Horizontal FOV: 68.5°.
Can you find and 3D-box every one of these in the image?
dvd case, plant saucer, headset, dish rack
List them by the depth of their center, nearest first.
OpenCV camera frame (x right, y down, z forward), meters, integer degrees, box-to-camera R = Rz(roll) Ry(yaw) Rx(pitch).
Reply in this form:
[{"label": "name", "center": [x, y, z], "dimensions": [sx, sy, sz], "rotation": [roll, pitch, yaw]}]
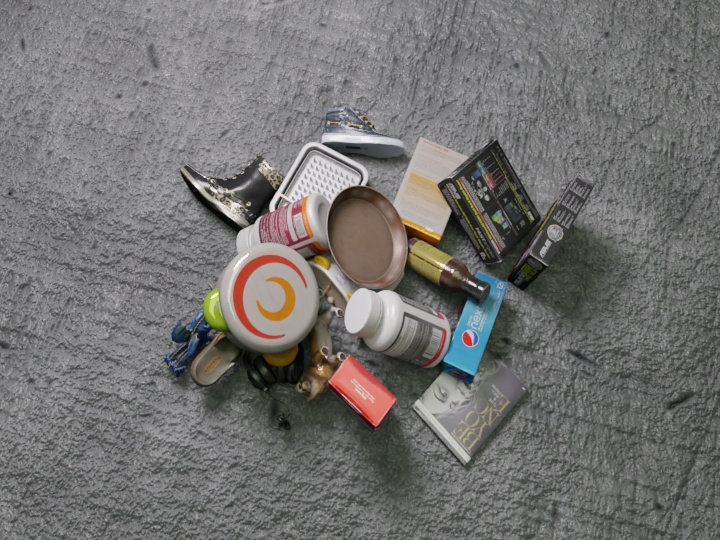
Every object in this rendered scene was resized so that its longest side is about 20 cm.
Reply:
[{"label": "plant saucer", "center": [0.009, -0.063, 1.036], "dimensions": [0.194, 0.034, 0.209], "rotation": [12, 70, -34]}, {"label": "headset", "center": [-0.164, 0.203, 1.043], "dimensions": [0.119, 0.095, 0.206], "rotation": [-14, 58, 2]}, {"label": "dvd case", "center": [0.217, 0.253, 1.048], "dimensions": [0.200, 0.016, 0.149], "rotation": [-43, 78, -12]}, {"label": "dish rack", "center": [-0.088, -0.164, 1.161], "dimensions": [0.167, 0.044, 0.205], "rotation": [26, 74, 8]}]

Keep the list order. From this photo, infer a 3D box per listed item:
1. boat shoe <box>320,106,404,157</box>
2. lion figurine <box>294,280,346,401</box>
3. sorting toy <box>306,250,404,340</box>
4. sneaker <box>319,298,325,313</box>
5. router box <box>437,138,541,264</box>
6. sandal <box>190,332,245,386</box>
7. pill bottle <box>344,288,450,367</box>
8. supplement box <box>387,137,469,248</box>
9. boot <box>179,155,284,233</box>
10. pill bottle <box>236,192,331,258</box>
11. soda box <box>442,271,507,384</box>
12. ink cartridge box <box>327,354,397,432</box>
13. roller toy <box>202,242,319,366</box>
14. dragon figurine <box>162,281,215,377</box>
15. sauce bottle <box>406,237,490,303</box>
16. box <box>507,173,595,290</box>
[{"label": "boat shoe", "center": [0.008, -0.316, 1.193], "dimensions": [0.191, 0.071, 0.095], "rotation": [7, 76, 4]}, {"label": "lion figurine", "center": [-0.077, 0.136, 1.008], "dimensions": [0.070, 0.123, 0.207], "rotation": [13, 58, -20]}, {"label": "sorting toy", "center": [0.000, 0.000, 1.097], "dimensions": [0.178, 0.108, 0.201], "rotation": [-35, 76, -31]}, {"label": "sneaker", "center": [-0.165, 0.045, 1.059], "dimensions": [0.191, 0.094, 0.079], "rotation": [8, 40, 0]}, {"label": "router box", "center": [0.270, -0.141, 1.102], "dimensions": [0.148, 0.062, 0.204], "rotation": [-38, 100, -22]}, {"label": "sandal", "center": [-0.246, 0.134, 1.006], "dimensions": [0.082, 0.054, 0.201], "rotation": [46, 75, -16]}, {"label": "pill bottle", "center": [0.069, 0.105, 0.996], "dimensions": [0.195, 0.109, 0.115], "rotation": [24, 68, -32]}, {"label": "supplement box", "center": [0.147, -0.166, 1.147], "dimensions": [0.122, 0.074, 0.206], "rotation": [23, 75, 6]}, {"label": "boot", "center": [-0.278, -0.194, 1.155], "dimensions": [0.202, 0.074, 0.155], "rotation": [39, 73, 7]}, {"label": "pill bottle", "center": [-0.147, -0.070, 1.062], "dimensions": [0.194, 0.109, 0.114], "rotation": [-18, 70, 24]}, {"label": "soda box", "center": [0.228, 0.113, 1.054], "dimensions": [0.066, 0.065, 0.205], "rotation": [20, 67, 15]}, {"label": "ink cartridge box", "center": [0.003, 0.225, 0.957], "dimensions": [0.115, 0.201, 0.068], "rotation": [40, 76, 11]}, {"label": "roller toy", "center": [-0.170, 0.054, 0.955], "dimensions": [0.196, 0.139, 0.187], "rotation": [32, 71, -16]}, {"label": "dragon figurine", "center": [-0.322, 0.123, 1.019], "dimensions": [0.058, 0.203, 0.099], "rotation": [38, 38, 8]}, {"label": "sauce bottle", "center": [0.171, 0.002, 1.066], "dimensions": [0.197, 0.065, 0.065], "rotation": [34, 74, 34]}, {"label": "box", "center": [0.384, -0.073, 1.076], "dimensions": [0.043, 0.161, 0.203], "rotation": [32, 75, 11]}]
